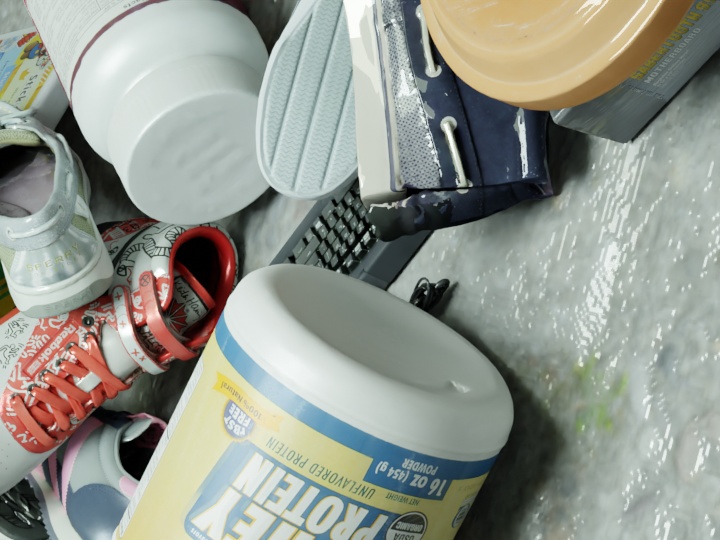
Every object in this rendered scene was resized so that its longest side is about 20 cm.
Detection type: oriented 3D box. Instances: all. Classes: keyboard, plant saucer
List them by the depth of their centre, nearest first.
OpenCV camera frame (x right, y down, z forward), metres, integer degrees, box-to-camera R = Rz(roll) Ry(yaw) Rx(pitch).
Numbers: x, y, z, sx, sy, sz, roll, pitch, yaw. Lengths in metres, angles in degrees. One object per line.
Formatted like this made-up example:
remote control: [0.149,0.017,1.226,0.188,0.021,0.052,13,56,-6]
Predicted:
plant saucer: [0.087,-0.170,1.252,0.200,0.032,0.201,-20,64,49]
keyboard: [0.000,0.000,1.439,0.200,0.021,0.127,-53,42,29]

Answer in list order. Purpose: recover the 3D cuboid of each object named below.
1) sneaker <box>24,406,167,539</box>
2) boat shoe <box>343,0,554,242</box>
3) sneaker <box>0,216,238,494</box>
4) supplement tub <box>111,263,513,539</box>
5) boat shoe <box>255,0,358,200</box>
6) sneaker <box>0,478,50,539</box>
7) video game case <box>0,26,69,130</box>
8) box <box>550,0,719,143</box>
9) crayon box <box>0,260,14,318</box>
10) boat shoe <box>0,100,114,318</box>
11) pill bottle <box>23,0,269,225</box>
sneaker: [-0.140,0.100,1.569,0.082,0.070,0.200,-43,41,5]
boat shoe: [0.042,-0.115,1.361,0.092,0.075,0.201,-7,78,7]
sneaker: [-0.144,0.045,1.515,0.108,0.067,0.202,-5,39,47]
supplement tub: [-0.031,0.114,1.336,0.145,0.144,0.200,46,115,49]
boat shoe: [0.006,-0.127,1.445,0.067,0.073,0.201,50,-116,-86]
sneaker: [-0.239,0.123,1.674,0.200,0.074,0.080,52,127,49]
video game case: [-0.254,-0.063,1.698,0.182,0.023,0.200,-9,42,41]
box: [0.123,-0.185,1.314,0.158,0.048,0.200,-46,45,33]
crayon box: [-0.262,0.025,1.664,0.125,0.052,0.200,-25,33,22]
boat shoe: [-0.185,-0.048,1.546,0.202,0.074,0.065,-120,9,-56]
pill bottle: [-0.113,-0.122,1.554,0.110,0.109,0.200,-55,41,26]
